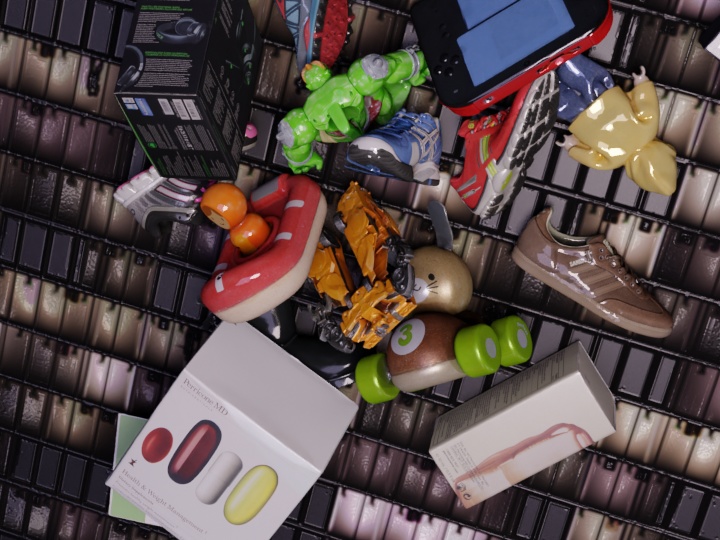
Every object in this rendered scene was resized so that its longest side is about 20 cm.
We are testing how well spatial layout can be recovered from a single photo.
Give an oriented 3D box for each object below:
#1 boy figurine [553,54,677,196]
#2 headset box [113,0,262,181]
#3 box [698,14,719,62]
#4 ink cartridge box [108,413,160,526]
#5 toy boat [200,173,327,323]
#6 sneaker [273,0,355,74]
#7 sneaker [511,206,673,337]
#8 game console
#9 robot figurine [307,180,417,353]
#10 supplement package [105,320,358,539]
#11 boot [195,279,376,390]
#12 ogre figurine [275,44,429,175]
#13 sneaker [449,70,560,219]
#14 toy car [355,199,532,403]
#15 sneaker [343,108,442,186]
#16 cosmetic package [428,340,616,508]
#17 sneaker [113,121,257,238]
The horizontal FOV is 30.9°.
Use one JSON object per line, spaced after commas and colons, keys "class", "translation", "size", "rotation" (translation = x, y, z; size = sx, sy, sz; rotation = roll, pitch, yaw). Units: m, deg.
{"class": "boy figurine", "translation": [0.274, -0.164, 1.406], "size": [0.200, 0.064, 0.124], "rotation": [41, 112, -2]}
{"class": "headset box", "translation": [-0.176, -0.226, 1.388], "size": [0.092, 0.174, 0.202], "rotation": [4, 66, 11]}
{"class": "box", "translation": [0.479, -0.248, 1.321], "size": [0.182, 0.104, 0.200], "rotation": [40, 108, -2]}
{"class": "ink cartridge box", "translation": [-0.207, 0.256, 1.625], "size": [0.198, 0.048, 0.147], "rotation": [12, 107, 10]}
{"class": "toy boat", "translation": [-0.125, -0.043, 1.434], "size": [0.130, 0.201, 0.131], "rotation": [-25, 124, 33]}
{"class": "sneaker", "translation": [-0.063, -0.314, 1.441], "size": [0.095, 0.079, 0.202], "rotation": [11, 109, 32]}
{"class": "sneaker", "translation": [0.268, 0.003, 1.449], "size": [0.199, 0.070, 0.076], "rotation": [28, 107, 2]}
{"class": "game console", "translation": [0.155, -0.267, 1.365], "size": [0.199, 0.031, 0.178], "rotation": [-28, 55, 17]}
{"class": "robot figurine", "translation": [0.000, 0.000, 1.443], "size": [0.145, 0.201, 0.058], "rotation": [-43, 134, 20]}
{"class": "supplement package", "translation": [-0.145, 0.199, 1.483], "size": [0.191, 0.147, 0.201], "rotation": [36, 119, -1]}
{"class": "boot", "translation": [-0.085, 0.065, 1.540], "size": [0.196, 0.073, 0.164], "rotation": [-13, 99, 15]}
{"class": "ogre figurine", "translation": [-0.014, -0.180, 1.424], "size": [0.198, 0.120, 0.099], "rotation": [-16, 83, 18]}
{"class": "sneaker", "translation": [0.147, -0.143, 1.407], "size": [0.085, 0.077, 0.201], "rotation": [41, 134, 18]}
{"class": "toy car", "translation": [0.075, 0.029, 1.464], "size": [0.163, 0.157, 0.202], "rotation": [-18, 85, 32]}
{"class": "sneaker", "translation": [0.038, -0.136, 1.398], "size": [0.075, 0.200, 0.078], "rotation": [13, 96, 18]}
{"class": "cosmetic package", "translation": [0.187, 0.177, 1.496], "size": [0.199, 0.103, 0.088], "rotation": [-31, 99, 19]}
{"class": "sneaker", "translation": [-0.190, -0.101, 1.514], "size": [0.199, 0.074, 0.088], "rotation": [-28, 98, 22]}
